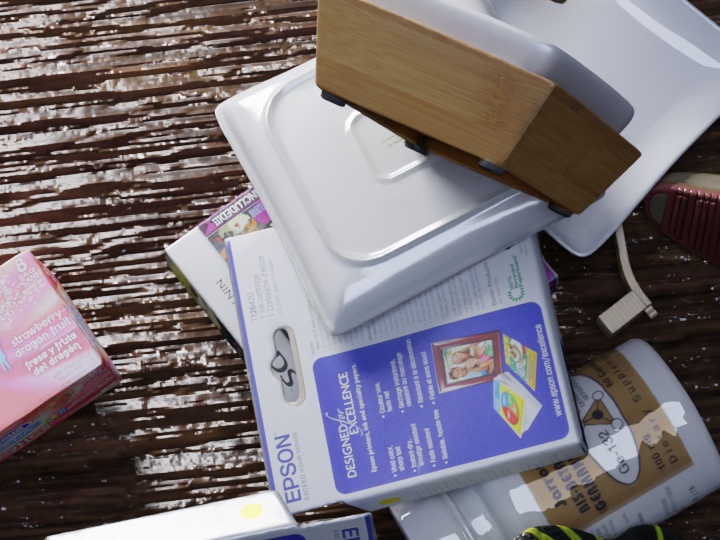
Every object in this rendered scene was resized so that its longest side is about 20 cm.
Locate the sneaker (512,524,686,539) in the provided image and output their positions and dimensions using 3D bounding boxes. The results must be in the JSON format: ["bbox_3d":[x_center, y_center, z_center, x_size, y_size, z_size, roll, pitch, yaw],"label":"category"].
[{"bbox_3d":[0.150,0.204,1.459,0.200,0.076,0.075,16,50,-35],"label":"sneaker"}]

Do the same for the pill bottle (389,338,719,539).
[{"bbox_3d":[0.125,0.140,1.509,0.200,0.114,0.114,-30,81,-3],"label":"pill bottle"}]

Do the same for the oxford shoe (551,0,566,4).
[{"bbox_3d":[0.173,-0.248,1.582,0.084,0.073,0.200,48,63,-5],"label":"oxford shoe"}]

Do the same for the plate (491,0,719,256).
[{"bbox_3d":[0.138,-0.133,1.578,0.200,0.032,0.200,41,71,10],"label":"plate"}]

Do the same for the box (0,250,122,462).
[{"bbox_3d":[-0.270,0.085,1.535,0.200,0.103,0.095,-34,82,-3],"label":"box"}]

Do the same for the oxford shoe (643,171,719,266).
[{"bbox_3d":[0.293,-0.039,1.570,0.200,0.070,0.075,14,55,5],"label":"oxford shoe"}]

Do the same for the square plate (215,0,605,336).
[{"bbox_3d":[0.027,-0.082,1.502,0.200,0.028,0.198,-27,62,-1],"label":"square plate"}]

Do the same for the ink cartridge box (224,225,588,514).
[{"bbox_3d":[0.028,0.048,1.485,0.200,0.047,0.198,-15,67,9],"label":"ink cartridge box"}]

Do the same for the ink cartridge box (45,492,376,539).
[{"bbox_3d":[-0.081,0.226,1.464,0.200,0.198,0.047,-11,40,-3],"label":"ink cartridge box"}]

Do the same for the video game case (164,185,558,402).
[{"bbox_3d":[0.000,0.000,1.554,0.200,0.036,0.181,-36,73,-10],"label":"video game case"}]

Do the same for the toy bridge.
[{"bbox_3d":[0.138,-0.046,1.583,0.067,0.027,0.200,-38,81,-6],"label":"toy bridge"}]

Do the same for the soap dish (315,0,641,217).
[{"bbox_3d":[0.069,-0.102,1.384,0.157,0.200,0.081,25,91,23],"label":"soap dish"}]
